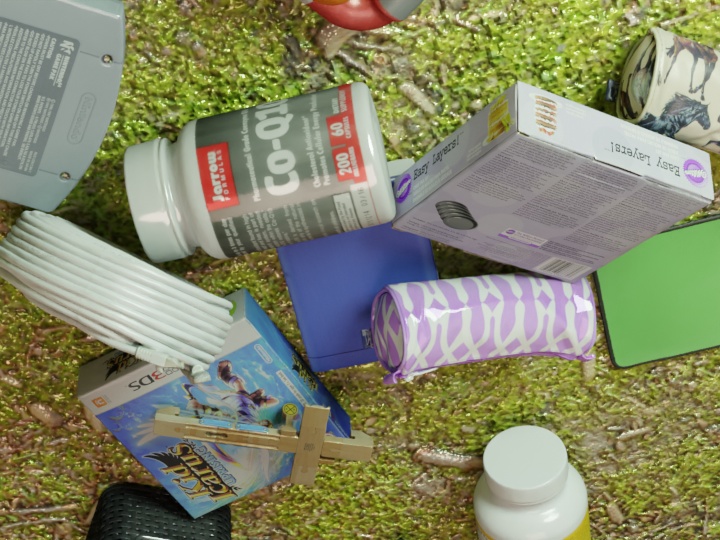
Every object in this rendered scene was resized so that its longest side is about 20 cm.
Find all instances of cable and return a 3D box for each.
[{"bbox_3d":[-0.198,0.016,1.247,0.199,0.200,0.070,27,89,-7],"label":"cable"}]

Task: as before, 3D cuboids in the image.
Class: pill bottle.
[{"bbox_3d":[-0.079,-0.073,1.230,0.198,0.114,0.114,-13,130,5],"label":"pill bottle"},{"bbox_3d":[0.170,0.250,1.527,0.111,0.112,0.201,-9,130,2],"label":"pill bottle"}]

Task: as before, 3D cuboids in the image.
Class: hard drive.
[{"bbox_3d":[0.000,0.000,1.357,0.131,0.025,0.201,-11,130,4],"label":"hard drive"}]

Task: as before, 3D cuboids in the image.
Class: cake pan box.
[{"bbox_3d":[0.153,-0.062,1.239,0.199,0.053,0.184,16,153,-24],"label":"cake pan box"}]

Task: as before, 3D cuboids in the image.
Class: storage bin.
[{"bbox_3d":[-0.215,0.321,1.562,0.134,0.094,0.201,12,127,-15],"label":"storage bin"}]

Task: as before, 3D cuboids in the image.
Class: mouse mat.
[{"bbox_3d":[0.315,0.014,1.412,0.198,0.008,0.162,-14,130,5],"label":"mouse mat"}]

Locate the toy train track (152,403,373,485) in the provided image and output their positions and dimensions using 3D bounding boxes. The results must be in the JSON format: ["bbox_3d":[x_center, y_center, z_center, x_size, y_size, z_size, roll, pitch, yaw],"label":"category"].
[{"bbox_3d":[-0.087,0.143,1.410,0.198,0.033,0.115,8,135,-6],"label":"toy train track"}]

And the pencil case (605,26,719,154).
[{"bbox_3d":[0.299,-0.124,1.246,0.199,0.078,0.090,16,110,-18],"label":"pencil case"}]

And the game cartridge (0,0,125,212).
[{"bbox_3d":[-0.259,-0.139,1.210,0.132,0.041,0.201,18,126,-15],"label":"game cartridge"}]

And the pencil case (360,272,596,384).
[{"bbox_3d":[0.106,0.047,1.342,0.198,0.086,0.084,-7,167,-17],"label":"pencil case"}]

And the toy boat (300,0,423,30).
[{"bbox_3d":[-0.023,-0.235,1.087,0.199,0.131,0.130,32,123,-28],"label":"toy boat"}]

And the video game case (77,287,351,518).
[{"bbox_3d":[-0.132,0.129,1.440,0.180,0.046,0.200,-25,128,16],"label":"video game case"}]
